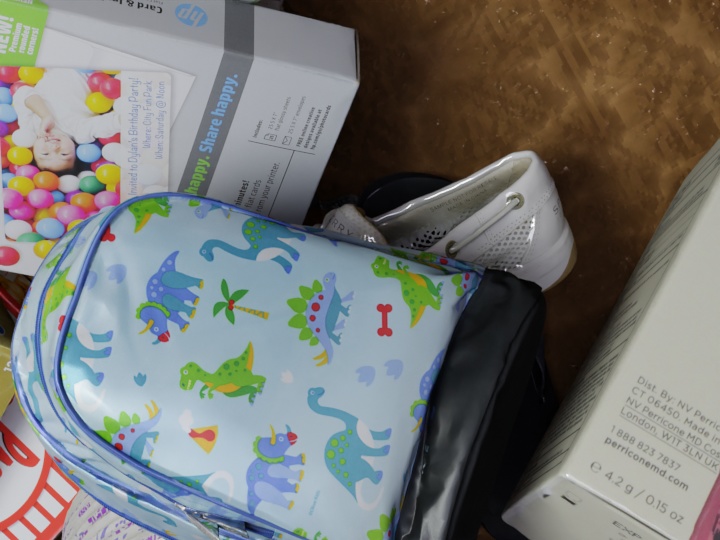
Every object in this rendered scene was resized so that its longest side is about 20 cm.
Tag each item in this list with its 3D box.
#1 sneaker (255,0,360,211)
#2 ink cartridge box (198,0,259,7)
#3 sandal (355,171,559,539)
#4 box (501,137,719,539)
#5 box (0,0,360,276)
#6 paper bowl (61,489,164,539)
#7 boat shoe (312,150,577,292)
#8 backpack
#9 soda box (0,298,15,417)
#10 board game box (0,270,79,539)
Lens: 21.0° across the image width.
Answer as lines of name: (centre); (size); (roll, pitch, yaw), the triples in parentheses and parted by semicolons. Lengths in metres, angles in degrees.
sneaker: (-0.048, -0.083, 0.953); (0.140, 0.078, 0.200); (38, 107, -5)
ink cartridge box: (-0.102, -0.188, 0.908); (0.103, 0.201, 0.059); (-29, 137, 26)
sandal: (0.061, 0.041, 0.959); (0.076, 0.043, 0.201); (-27, 98, -5)
box: (0.164, 0.046, 0.869); (0.108, 0.128, 0.201); (31, 73, 2)
box: (-0.117, -0.060, 0.864); (0.198, 0.041, 0.156); (12, 133, -14)
paper bowl: (-0.045, 0.135, 0.939); (0.199, 0.105, 0.201); (-3, 140, -3)
boat shoe: (0.000, 0.000, 0.887); (0.199, 0.071, 0.070); (-25, 121, -11)
backpack: (-0.042, 0.046, 0.793); (0.199, 0.154, 0.164); (19, 81, 14)
soda box: (-0.240, 0.099, 0.951); (0.067, 0.064, 0.201); (21, 106, -36)
board game box: (-0.222, 0.063, 1.011); (0.200, 0.046, 0.152); (43, 103, -1)
